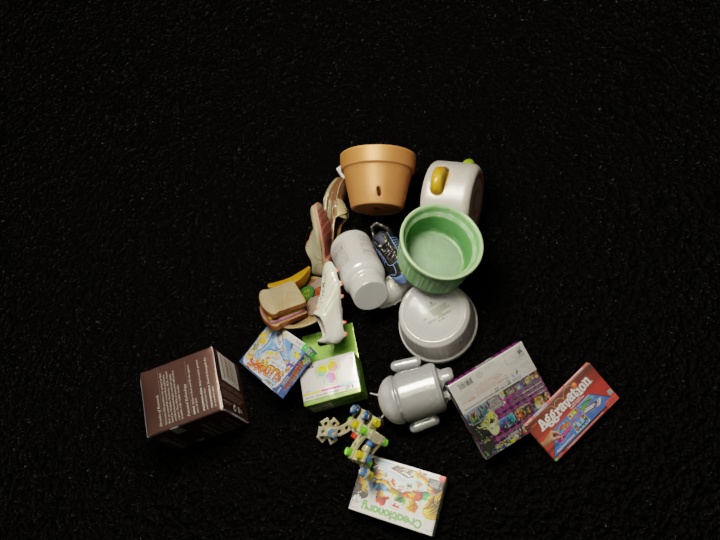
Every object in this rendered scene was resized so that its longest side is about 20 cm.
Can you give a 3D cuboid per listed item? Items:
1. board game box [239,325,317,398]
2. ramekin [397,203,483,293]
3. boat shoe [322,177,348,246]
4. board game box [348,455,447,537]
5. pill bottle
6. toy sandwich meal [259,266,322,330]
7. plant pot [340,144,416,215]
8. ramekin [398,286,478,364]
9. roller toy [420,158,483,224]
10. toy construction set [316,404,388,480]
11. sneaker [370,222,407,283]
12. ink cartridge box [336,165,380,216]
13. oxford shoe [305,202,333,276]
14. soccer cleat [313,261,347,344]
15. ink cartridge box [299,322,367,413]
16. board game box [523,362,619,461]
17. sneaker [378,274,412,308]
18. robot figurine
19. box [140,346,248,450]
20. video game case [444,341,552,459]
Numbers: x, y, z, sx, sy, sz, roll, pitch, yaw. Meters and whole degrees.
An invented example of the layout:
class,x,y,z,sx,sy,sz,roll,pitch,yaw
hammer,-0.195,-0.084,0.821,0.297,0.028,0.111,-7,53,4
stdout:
class,x,y,z,sx,sy,sz,roll,pitch,yaw
board game box,-0.207,0.216,1.649,0.136,0.034,0.199,-53,37,-11
ramekin,0.179,-0.045,1.556,0.196,0.098,0.203,4,61,-7
boat shoe,-0.065,-0.152,1.808,0.073,0.076,0.203,12,79,23
board game box,0.084,0.498,1.484,0.197,0.035,0.128,10,68,20
pill bottle,0.000,0.000,1.664,0.113,0.115,0.201,-26,41,2
toy sandwich meal,-0.165,0.068,1.701,0.202,0.071,0.207,-9,41,8
plant pot,0.043,-0.225,1.712,0.197,0.200,0.143,0,81,15
ramekin,0.182,0.113,1.604,0.199,0.094,0.205,-6,64,13
roller toy,0.225,-0.180,1.676,0.138,0.200,0.185,9,112,20
toy construction set,-0.012,0.380,1.520,0.199,0.092,0.132,16,75,52
sneaker,0.070,-0.046,1.648,0.070,0.078,0.201,-41,34,11
ink cartridge box,0.022,-0.235,1.842,0.099,0.039,0.201,-32,60,-1
oxford shoe,-0.115,-0.076,1.734,0.073,0.071,0.203,-1,109,20
soccer cleat,-0.080,0.079,1.630,0.076,0.069,0.204,-5,86,-15
ink cartridge box,-0.076,0.228,1.631,0.146,0.076,0.203,-16,64,8
board game box,0.461,0.308,1.454,0.200,0.019,0.103,-42,89,-7
sneaker,0.104,0.018,1.678,0.199,0.081,0.077,-36,63,-1
robot figurine,0.125,0.283,1.529,0.197,0.113,0.172,-19,88,6
box,-0.404,0.315,1.630,0.197,0.166,0.166,-21,62,5
video game case,0.313,0.284,1.468,0.198,0.036,0.183,-30,88,-7
